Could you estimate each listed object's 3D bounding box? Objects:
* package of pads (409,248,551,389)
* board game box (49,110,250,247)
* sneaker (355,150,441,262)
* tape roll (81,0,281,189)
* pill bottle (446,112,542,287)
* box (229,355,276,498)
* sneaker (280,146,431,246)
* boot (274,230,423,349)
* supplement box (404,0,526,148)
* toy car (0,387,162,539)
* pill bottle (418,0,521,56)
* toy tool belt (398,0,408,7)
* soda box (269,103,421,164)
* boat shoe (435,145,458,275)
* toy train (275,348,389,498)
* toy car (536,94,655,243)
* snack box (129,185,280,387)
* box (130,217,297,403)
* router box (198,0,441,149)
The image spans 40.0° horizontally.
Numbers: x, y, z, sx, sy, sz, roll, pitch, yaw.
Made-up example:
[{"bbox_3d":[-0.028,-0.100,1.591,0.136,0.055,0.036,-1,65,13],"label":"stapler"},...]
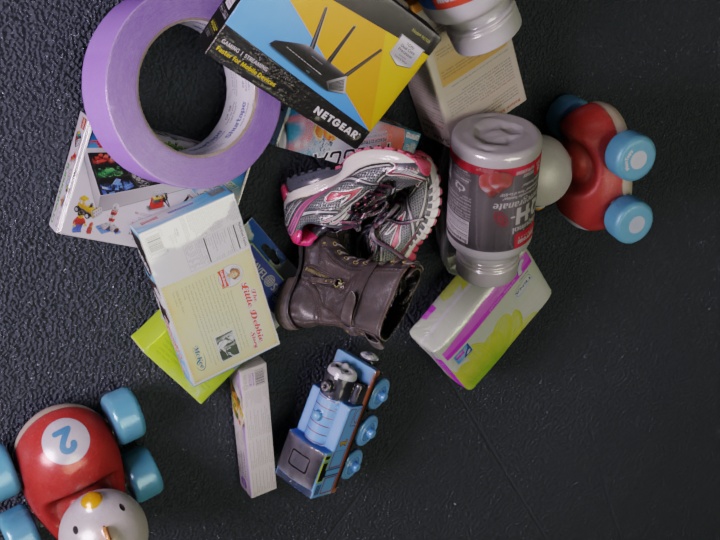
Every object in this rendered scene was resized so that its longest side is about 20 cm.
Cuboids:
[{"bbox_3d":[0.175,0.058,1.397,0.200,0.068,0.155,-49,143,-5],"label":"package of pads"},{"bbox_3d":[-0.225,-0.087,1.079,0.199,0.035,0.127,11,104,-38],"label":"board game box"},{"bbox_3d":[0.042,-0.055,1.248,0.074,0.081,0.202,13,102,-28],"label":"sneaker"},{"bbox_3d":[-0.180,-0.187,1.015,0.199,0.065,0.202,-9,105,-37],"label":"tape roll"},{"bbox_3d":[0.162,-0.083,1.223,0.110,0.111,0.202,-22,132,-25],"label":"pill bottle"},{"bbox_3d":[-0.140,0.200,1.278,0.041,0.039,0.202,-18,121,-26],"label":"box"},{"bbox_3d":[-0.003,-0.085,1.137,0.080,0.199,0.075,17,61,-50],"label":"sneaker"},{"bbox_3d":[0.000,0.000,1.162,0.069,0.173,0.202,44,57,-44],"label":"boot"},{"bbox_3d":[0.116,-0.269,1.205,0.126,0.073,0.201,-34,128,-16],"label":"supplement box"},{"bbox_3d":[-0.294,0.260,1.083,0.183,0.200,0.178,-23,124,-25],"label":"toy car"},{"bbox_3d":[0.101,-0.334,1.046,0.112,0.112,0.201,-40,125,-12],"label":"pill bottle"},{"bbox_3d":[-0.040,-0.269,1.065,0.198,0.125,0.124,-5,107,-33],"label":"toy tool belt"},{"bbox_3d":[-0.027,-0.162,1.159,0.199,0.068,0.064,10,106,-39],"label":"soda box"},{"bbox_3d":[0.130,-0.097,1.316,0.074,0.065,0.204,-8,112,-14],"label":"boat shoe"},{"bbox_3d":[-0.033,0.201,1.308,0.114,0.086,0.202,0,114,-58],"label":"toy train"},{"bbox_3d":[0.258,-0.122,1.322,0.198,0.185,0.178,-16,122,-14],"label":"toy car"},{"bbox_3d":[-0.171,0.019,1.109,0.115,0.037,0.202,-25,119,-20],"label":"snack box"},{"bbox_3d":[-0.161,0.049,1.184,0.200,0.048,0.122,-45,130,-7],"label":"box"},{"bbox_3d":[-0.039,-0.234,0.993,0.199,0.051,0.150,28,110,-33],"label":"router box"}]
